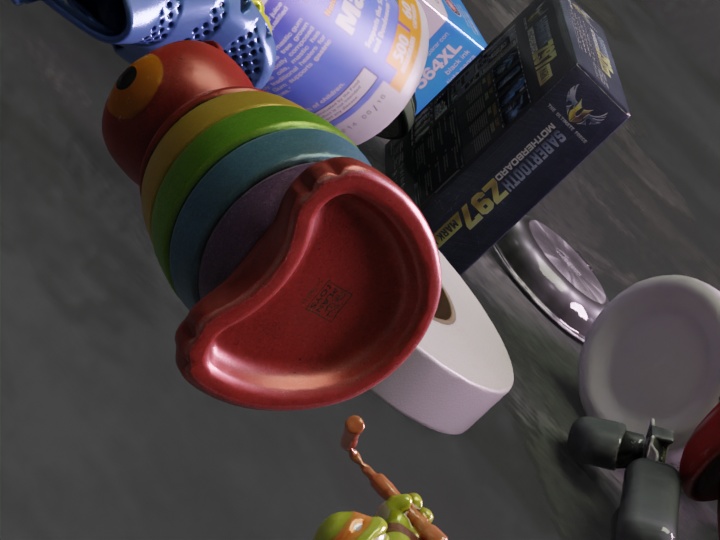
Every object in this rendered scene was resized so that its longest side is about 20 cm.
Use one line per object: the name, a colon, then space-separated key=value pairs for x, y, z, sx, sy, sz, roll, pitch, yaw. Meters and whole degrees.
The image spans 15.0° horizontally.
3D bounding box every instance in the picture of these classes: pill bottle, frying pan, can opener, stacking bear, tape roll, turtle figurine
pill bottle: x=-0.061 y=-0.157 z=1.537 sx=0.200 sy=0.112 sz=0.112 roll=33 pitch=19 yaw=-44
frying pan: x=0.149 y=0.010 z=1.869 sx=0.190 sy=0.031 sz=0.115 roll=19 pitch=32 yaw=-56
can opener: x=0.141 y=0.127 z=1.508 sx=0.067 sy=0.054 sz=0.200 roll=14 pitch=14 yaw=5
stacking bear: x=-0.055 y=-0.036 z=1.248 sx=0.114 sy=0.122 sz=0.200 roll=30 pitch=14 yaw=-43
pill bottle: x=0.230 y=0.084 z=1.718 sx=0.200 sy=0.114 sz=0.115 roll=29 pitch=22 yaw=-51
tape roll: x=0.000 y=0.000 z=1.440 sx=0.203 sy=0.037 sz=0.203 roll=44 pitch=14 yaw=-14
turtle figurine: x=0.028 y=0.150 z=1.053 sx=0.161 sy=0.064 sz=0.200 roll=51 pitch=4 yaw=-14

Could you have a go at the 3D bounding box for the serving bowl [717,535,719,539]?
serving bowl: x=0.310 y=0.218 z=1.684 sx=0.200 sy=0.066 sz=0.200 roll=43 pitch=14 yaw=-13

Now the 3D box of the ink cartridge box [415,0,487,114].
ink cartridge box: x=-0.023 y=-0.207 z=1.840 sx=0.200 sy=0.084 sz=0.146 roll=37 pitch=17 yaw=-35

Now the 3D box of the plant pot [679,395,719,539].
plant pot: x=0.291 y=0.137 z=1.526 sx=0.200 sy=0.200 sz=0.183 roll=18 pitch=41 yaw=-62

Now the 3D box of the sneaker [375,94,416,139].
sneaker: x=0.016 y=-0.196 z=1.725 sx=0.077 sy=0.146 sz=0.203 roll=10 pitch=-43 yaw=44

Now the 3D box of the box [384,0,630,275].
box: x=0.086 y=-0.085 z=1.673 sx=0.051 sy=0.158 sz=0.200 roll=42 pitch=14 yaw=-14

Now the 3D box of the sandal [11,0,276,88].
sandal: x=-0.125 y=-0.142 z=1.407 sx=0.200 sy=0.079 sz=0.087 roll=31 pitch=30 yaw=-30
